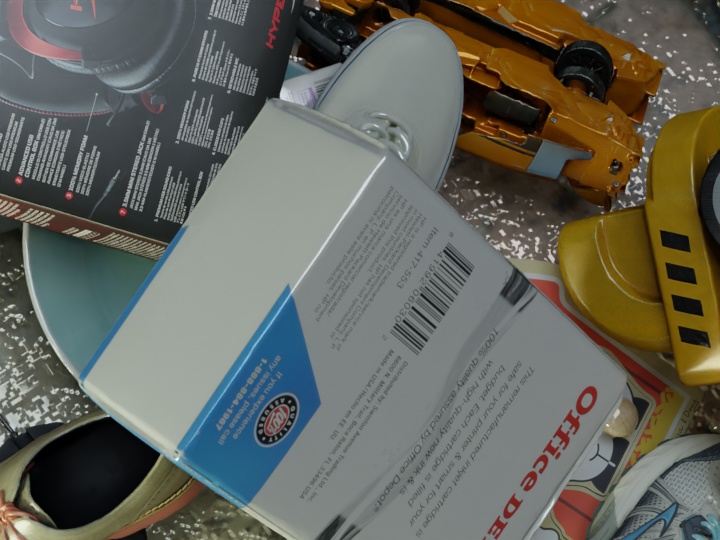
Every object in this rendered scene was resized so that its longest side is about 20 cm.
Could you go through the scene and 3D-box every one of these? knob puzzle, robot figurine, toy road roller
[{"bbox_3d":[0.054,0.080,1.004,0.218,0.030,0.221,2,83,-19],"label":"knob puzzle"},{"bbox_3d":[0.055,-0.109,1.090,0.199,0.058,0.145,23,37,1],"label":"robot figurine"},{"bbox_3d":[0.182,0.022,1.011,0.123,0.145,0.202,-14,93,-56],"label":"toy road roller"}]

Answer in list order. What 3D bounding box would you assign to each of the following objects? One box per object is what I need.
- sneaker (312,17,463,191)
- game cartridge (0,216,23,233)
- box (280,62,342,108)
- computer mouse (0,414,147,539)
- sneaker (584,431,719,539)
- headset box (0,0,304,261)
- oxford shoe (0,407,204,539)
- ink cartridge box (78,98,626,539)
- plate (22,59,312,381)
[{"bbox_3d":[0.000,-0.035,0.971,0.073,0.071,0.201,29,69,-10],"label":"sneaker"},{"bbox_3d":[-0.184,-0.087,1.035,0.199,0.041,0.134,-19,111,-19],"label":"game cartridge"},{"bbox_3d":[0.000,0.000,1.032,0.041,0.039,0.201,-19,90,-18],"label":"box"},{"bbox_3d":[-0.167,0.071,1.011,0.058,0.034,0.200,-34,77,-19],"label":"computer mouse"},{"bbox_3d":[0.141,0.147,0.981,0.200,0.086,0.078,-33,118,-31],"label":"sneaker"},{"bbox_3d":[-0.139,-0.097,0.976,0.199,0.075,0.150,16,81,-16],"label":"headset box"},{"bbox_3d":[-0.160,0.114,0.942,0.200,0.075,0.071,-36,75,-4],"label":"oxford shoe"},{"bbox_3d":[0.003,0.047,0.889,0.086,0.200,0.147,28,81,45],"label":"ink cartridge box"},{"bbox_3d":[-0.070,-0.012,1.044,0.199,0.026,0.202,2,83,-19],"label":"plate"}]
